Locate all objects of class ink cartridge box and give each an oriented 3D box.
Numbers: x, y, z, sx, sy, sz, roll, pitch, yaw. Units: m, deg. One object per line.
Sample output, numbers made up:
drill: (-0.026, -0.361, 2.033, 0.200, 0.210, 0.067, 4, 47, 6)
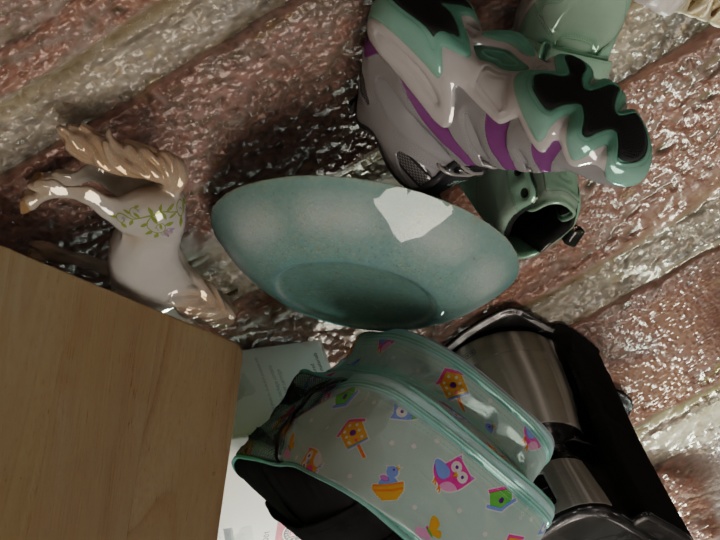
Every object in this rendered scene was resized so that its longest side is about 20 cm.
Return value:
ink cartridge box: (-0.119, 0.134, 1.667, 0.200, 0.085, 0.146, -6, 135, -15)

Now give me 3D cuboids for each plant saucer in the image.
plant saucer: (0.000, 0.000, 1.537, 0.201, 0.039, 0.201, 8, 158, 3)

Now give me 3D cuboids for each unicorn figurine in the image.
unicorn figurine: (-0.142, -0.009, 1.512, 0.137, 0.074, 0.200, 4, 150, -4)

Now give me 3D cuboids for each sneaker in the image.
sneaker: (0.131, -0.099, 1.510, 0.074, 0.118, 0.200, 7, 129, -28)
sneaker: (0.078, -0.074, 1.471, 0.078, 0.200, 0.140, -28, 147, -46)

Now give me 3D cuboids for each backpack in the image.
backpack: (0.034, 0.130, 1.529, 0.176, 0.200, 0.153, 41, 83, -13)

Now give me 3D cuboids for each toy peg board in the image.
toy peg board: (-0.190, 0.116, 1.475, 0.199, 0.200, 0.098, 24, 151, -34)

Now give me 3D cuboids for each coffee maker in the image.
coffee maker: (0.155, 0.144, 1.707, 0.192, 0.200, 0.135, 6, 131, -28)

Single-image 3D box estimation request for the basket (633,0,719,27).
basket: (0.234, -0.247, 1.396, 0.123, 0.136, 0.200, 16, 125, -39)
